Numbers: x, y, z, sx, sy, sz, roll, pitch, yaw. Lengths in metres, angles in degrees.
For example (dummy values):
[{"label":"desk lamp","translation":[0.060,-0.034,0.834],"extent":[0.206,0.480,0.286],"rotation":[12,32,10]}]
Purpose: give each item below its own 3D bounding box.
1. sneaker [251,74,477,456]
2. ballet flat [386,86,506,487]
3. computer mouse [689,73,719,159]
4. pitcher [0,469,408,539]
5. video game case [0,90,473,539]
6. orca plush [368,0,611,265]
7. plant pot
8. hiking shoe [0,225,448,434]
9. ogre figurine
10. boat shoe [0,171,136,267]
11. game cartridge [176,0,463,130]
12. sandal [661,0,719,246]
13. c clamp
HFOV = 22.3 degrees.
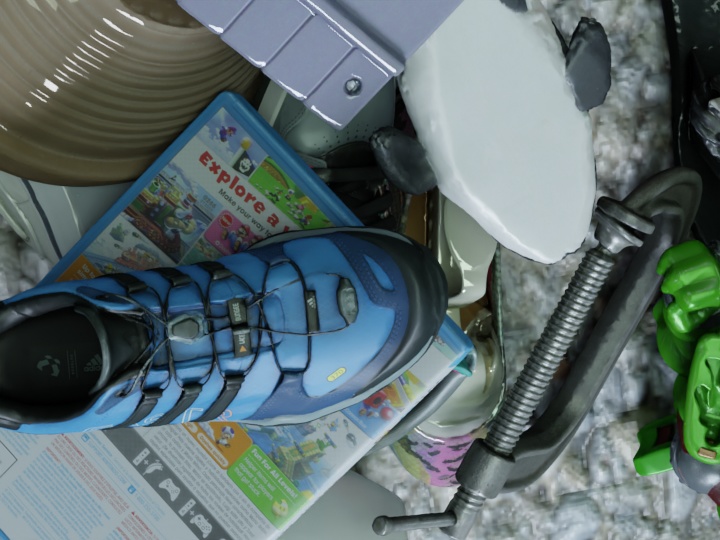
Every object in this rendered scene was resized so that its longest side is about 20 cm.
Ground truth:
[{"label":"sneaker","translation":[0.000,0.000,0.774],"extent":[0.084,0.121,0.200],"rotation":[-11,125,-34]},{"label":"ballet flat","translation":[0.040,0.013,0.838],"extent":[0.069,0.071,0.200],"rotation":[-6,104,-17]},{"label":"computer mouse","translation":[0.223,-0.003,0.795],"extent":[0.138,0.053,0.200],"rotation":[-12,83,-44]},{"label":"pitcher","translation":[-0.079,0.120,0.810],"extent":[0.200,0.121,0.172],"rotation":[0,111,-3]},{"label":"video game case","translation":[-0.073,0.047,0.741],"extent":[0.200,0.018,0.143],"rotation":[-45,82,12]},{"label":"orca plush","translation":[0.030,-0.093,0.751],"extent":[0.105,0.071,0.200],"rotation":[-46,115,4]},{"label":"plant pot","translation":[-0.095,-0.136,0.724],"extent":[0.201,0.093,0.201],"rotation":[2,87,-36]},{"label":"hiking shoe","translation":[-0.066,0.031,0.684],"extent":[0.200,0.087,0.075],"rotation":[-13,90,14]},{"label":"ogre figurine","translation":[0.176,0.077,0.851],"extent":[0.098,0.120,0.200],"rotation":[-39,97,7]},{"label":"boat shoe","translation":[-0.132,-0.042,0.790],"extent":[0.200,0.066,0.072],"rotation":[54,56,-21]},{"label":"game cartridge","translation":[0.011,-0.159,0.649],"extent":[0.130,0.038,0.200],"rotation":[35,109,-29]},{"label":"sandal","translation":[0.184,-0.077,0.862],"extent":[0.075,0.048,0.201],"rotation":[-19,106,-8]},{"label":"c clamp","translation":[0.094,0.037,0.819],"extent":[0.027,0.171,0.200],"rotation":[32,95,24]}]
